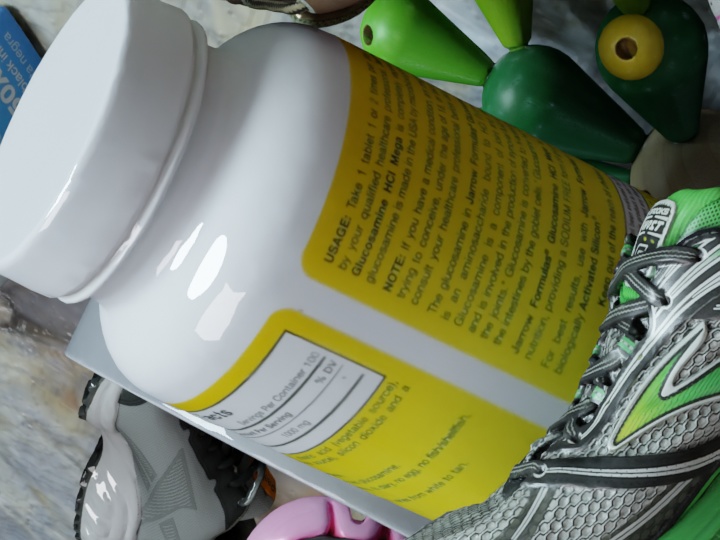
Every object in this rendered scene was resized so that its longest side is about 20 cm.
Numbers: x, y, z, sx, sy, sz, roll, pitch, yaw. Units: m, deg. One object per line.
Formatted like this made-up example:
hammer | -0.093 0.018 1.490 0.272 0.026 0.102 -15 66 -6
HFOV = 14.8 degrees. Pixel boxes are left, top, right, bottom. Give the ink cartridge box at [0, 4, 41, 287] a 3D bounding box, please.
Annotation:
ink cartridge box | -0.215 -0.004 1.047 0.144 0.200 0.084 -2 130 41

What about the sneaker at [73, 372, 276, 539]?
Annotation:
sneaker | -0.068 0.058 1.114 0.079 0.074 0.200 20 149 8

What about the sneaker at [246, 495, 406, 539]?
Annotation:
sneaker | 0.051 0.145 1.033 0.199 0.095 0.079 11 103 -7

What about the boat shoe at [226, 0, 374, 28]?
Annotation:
boat shoe | -0.027 -0.102 0.817 0.075 0.075 0.202 53 180 -10

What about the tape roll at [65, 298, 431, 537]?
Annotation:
tape roll | 0.000 0.046 0.953 0.200 0.066 0.200 28 176 2

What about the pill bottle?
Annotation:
pill bottle | 0.000 0.000 0.779 0.200 0.113 0.112 26 150 -22

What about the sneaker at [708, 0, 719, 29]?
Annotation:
sneaker | 0.139 -0.069 0.764 0.200 0.088 0.081 43 145 -8

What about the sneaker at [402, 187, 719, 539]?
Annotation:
sneaker | 0.080 0.027 0.717 0.085 0.200 0.078 55 170 -15

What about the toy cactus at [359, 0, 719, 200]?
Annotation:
toy cactus | 0.073 -0.040 0.866 0.165 0.102 0.200 26 136 -1
